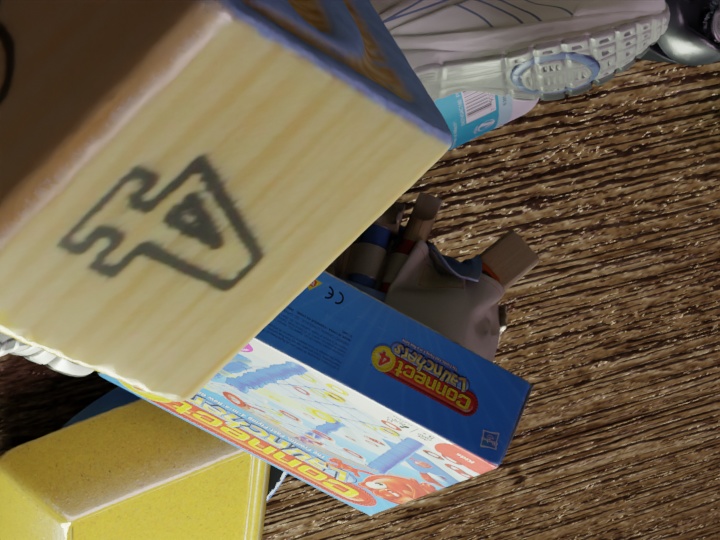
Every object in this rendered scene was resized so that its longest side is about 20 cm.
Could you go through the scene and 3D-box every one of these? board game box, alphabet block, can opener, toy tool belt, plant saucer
[{"bbox_3d":[-0.031,0.063,1.510,0.199,0.056,0.196,28,158,-13],"label":"board game box"},{"bbox_3d":[-0.111,-0.087,1.256,0.200,0.196,0.196,-42,141,17],"label":"alphabet block"},{"bbox_3d":[0.222,-0.141,1.516,0.199,0.078,0.064,11,92,-44],"label":"can opener"},{"bbox_3d":[0.000,0.000,1.581,0.125,0.199,0.123,111,2,-70],"label":"toy tool belt"},{"bbox_3d":[-0.135,0.155,1.665,0.199,0.049,0.201,-22,148,-21],"label":"plant saucer"}]

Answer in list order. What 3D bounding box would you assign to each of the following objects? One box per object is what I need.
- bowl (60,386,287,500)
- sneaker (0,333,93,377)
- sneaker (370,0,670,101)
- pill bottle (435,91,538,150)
[{"bbox_3d":[-0.131,0.137,1.730,0.200,0.039,0.201,-24,149,-15],"label":"bowl"},{"bbox_3d":[-0.178,-0.008,1.453,0.116,0.075,0.200,-46,158,13],"label":"sneaker"},{"bbox_3d":[0.061,-0.133,1.349,0.199,0.088,0.075,-7,160,-4],"label":"sneaker"},{"bbox_3d":[-0.008,-0.100,1.429,0.199,0.111,0.111,-25,149,-13],"label":"pill bottle"}]
